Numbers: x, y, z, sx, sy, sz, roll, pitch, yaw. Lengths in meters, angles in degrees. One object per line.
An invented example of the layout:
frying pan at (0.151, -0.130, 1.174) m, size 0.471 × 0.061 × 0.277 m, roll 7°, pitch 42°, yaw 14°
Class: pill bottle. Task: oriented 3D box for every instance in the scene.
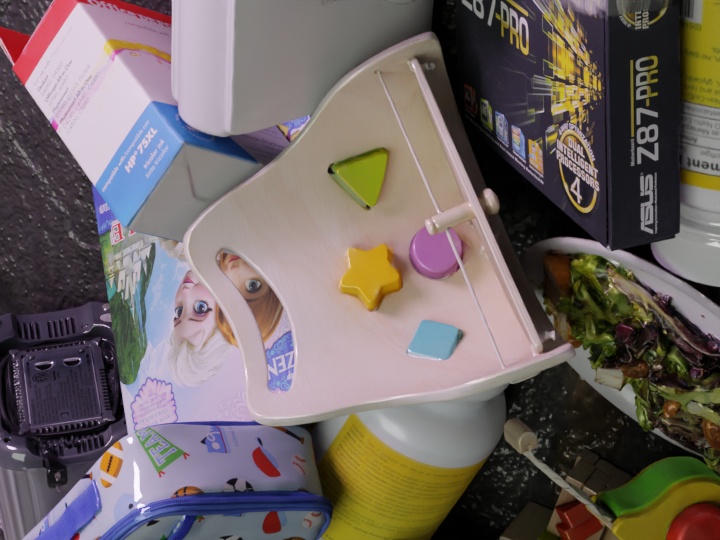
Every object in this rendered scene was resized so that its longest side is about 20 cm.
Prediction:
pill bottle at (0.023, 0.101, 1.439) m, size 0.112 × 0.112 × 0.201 m, roll 38°, pitch 128°, yaw 8°
pill bottle at (0.204, -0.101, 1.226) m, size 0.113 × 0.114 × 0.202 m, roll 12°, pitch 120°, yaw 25°

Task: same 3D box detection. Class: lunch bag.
lunch bag at (-0.122, 0.164, 1.411) m, size 0.200 × 0.159 × 0.076 m, roll -47°, pitch 54°, yaw 43°

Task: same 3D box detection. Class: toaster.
toaster at (-0.193, 0.123, 1.540) m, size 0.113 × 0.200 × 0.130 m, roll -9°, pitch 124°, yaw -9°

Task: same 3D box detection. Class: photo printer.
photo printer at (-0.029, -0.190, 1.290) m, size 0.069 × 0.166 × 0.202 m, roll 31°, pitch 128°, yaw 41°

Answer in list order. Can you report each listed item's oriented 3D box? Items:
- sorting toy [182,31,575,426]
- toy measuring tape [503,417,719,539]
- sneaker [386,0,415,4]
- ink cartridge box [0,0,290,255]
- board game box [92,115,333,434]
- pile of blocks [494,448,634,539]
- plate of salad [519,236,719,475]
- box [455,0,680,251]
sorting toy at (0.000, 0.000, 1.304) m, size 0.179 × 0.107 × 0.201 m, roll -22°, pitch 77°, yaw -2°
toy measuring tape at (0.168, 0.127, 1.368) m, size 0.073 × 0.074 × 0.200 m, roll -23°, pitch 130°, yaw 37°
sneaker at (0.047, -0.241, 1.235) m, size 0.070 × 0.080 × 0.202 m, roll 17°, pitch 100°, yaw 42°
ink cartridge box at (-0.127, -0.101, 1.389) m, size 0.067 × 0.116 × 0.200 m, roll -53°, pitch 51°, yaw 20°
board game box at (-0.077, 0.004, 1.432) m, size 0.199 × 0.041 × 0.201 m, roll -26°, pitch 67°, yaw 37°
pile of blocks at (0.109, 0.196, 1.469) m, size 0.082 × 0.062 × 0.200 m, roll 48°, pitch 129°, yaw 1°
plate of salad at (0.168, 0.057, 1.323) m, size 0.199 × 0.048 × 0.200 m, roll 33°, pitch 157°, yaw 16°
box at (0.109, -0.123, 1.241) m, size 0.200 × 0.049 × 0.162 m, roll -130°, pitch 34°, yaw -57°
